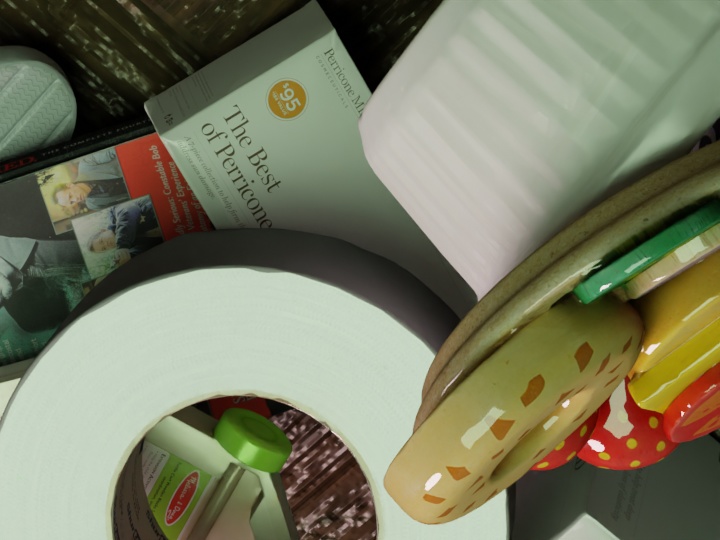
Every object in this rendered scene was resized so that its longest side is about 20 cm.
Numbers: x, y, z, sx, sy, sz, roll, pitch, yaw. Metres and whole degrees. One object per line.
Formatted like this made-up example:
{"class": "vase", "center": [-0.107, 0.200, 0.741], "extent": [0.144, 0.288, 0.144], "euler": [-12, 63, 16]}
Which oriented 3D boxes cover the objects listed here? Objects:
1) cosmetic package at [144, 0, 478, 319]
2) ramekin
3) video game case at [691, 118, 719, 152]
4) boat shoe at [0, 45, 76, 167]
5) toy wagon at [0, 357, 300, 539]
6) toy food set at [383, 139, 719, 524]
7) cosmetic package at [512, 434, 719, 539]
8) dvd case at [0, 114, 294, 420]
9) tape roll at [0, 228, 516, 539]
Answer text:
{"class": "cosmetic package", "center": [0.000, 0.000, 1.121], "extent": [0.082, 0.051, 0.201], "euler": [-32, 113, -1]}
{"class": "ramekin", "center": [0.083, -0.081, 0.985], "extent": [0.094, 0.202, 0.203], "euler": [40, 123, 1]}
{"class": "video game case", "center": [0.199, -0.009, 1.042], "extent": [0.199, 0.036, 0.182], "euler": [17, 128, -29]}
{"class": "boat shoe", "center": [-0.203, -0.028, 1.161], "extent": [0.200, 0.071, 0.072], "euler": [-39, 117, 7]}
{"class": "toy wagon", "center": [-0.087, 0.121, 1.146], "extent": [0.199, 0.040, 0.156], "euler": [28, 106, -8]}
{"class": "toy food set", "center": [0.104, 0.017, 0.930], "extent": [0.198, 0.200, 0.049], "euler": [-38, 69, 16]}
{"class": "cosmetic package", "center": [0.066, 0.145, 1.176], "extent": [0.081, 0.113, 0.200], "euler": [38, 121, -11]}
{"class": "dvd case", "center": [-0.114, 0.016, 1.150], "extent": [0.199, 0.022, 0.147], "euler": [-19, 118, -4]}
{"class": "tape roll", "center": [-0.040, 0.087, 1.072], "extent": [0.199, 0.066, 0.202], "euler": [1, 105, 5]}
